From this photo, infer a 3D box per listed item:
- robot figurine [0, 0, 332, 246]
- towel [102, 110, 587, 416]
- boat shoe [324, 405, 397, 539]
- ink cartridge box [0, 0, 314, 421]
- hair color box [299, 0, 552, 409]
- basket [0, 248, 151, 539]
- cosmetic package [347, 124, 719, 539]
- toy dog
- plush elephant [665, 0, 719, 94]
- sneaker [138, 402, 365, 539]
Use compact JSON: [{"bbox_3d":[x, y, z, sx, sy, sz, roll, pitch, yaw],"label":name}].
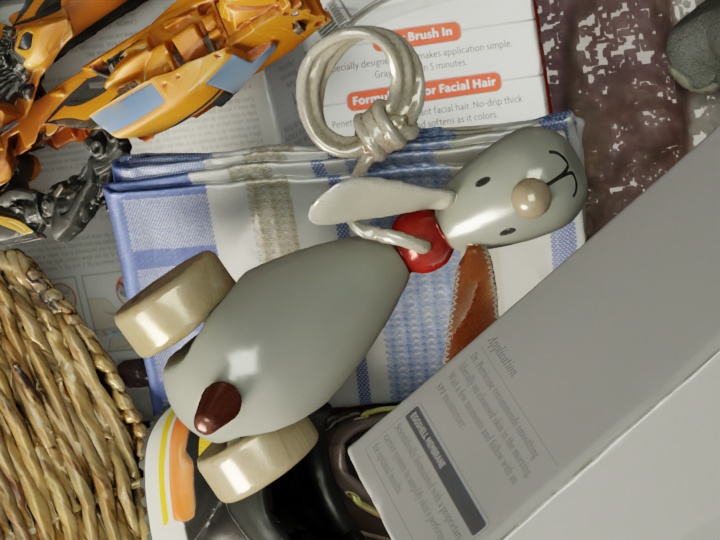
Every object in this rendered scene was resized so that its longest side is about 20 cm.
[{"bbox_3d":[-0.115,-0.100,1.238,0.200,0.058,0.145,-31,63,20],"label":"robot figurine"},{"bbox_3d":[0.000,0.000,1.236,0.200,0.024,0.147,-6,131,3],"label":"towel"},{"bbox_3d":[0.073,0.098,1.291,0.200,0.060,0.072,11,79,-11],"label":"boat shoe"},{"bbox_3d":[-0.091,-0.034,1.318,0.160,0.047,0.200,-6,104,27],"label":"ink cartridge box"},{"bbox_3d":[0.035,-0.044,1.319,0.111,0.064,0.200,-7,88,6],"label":"hair color box"},{"bbox_3d":[-0.168,0.099,1.308,0.143,0.149,0.200,-20,84,-15],"label":"basket"},{"bbox_3d":[0.141,0.089,1.109,0.200,0.123,0.199,-40,119,6],"label":"cosmetic package"},{"bbox_3d":[-0.007,0.012,1.144,0.132,0.096,0.200,36,101,-9],"label":"toy dog"},{"bbox_3d":[0.256,-0.091,1.259,0.165,0.200,0.155,-41,100,-6],"label":"plush elephant"},{"bbox_3d":[-0.031,0.148,1.230,0.090,0.070,0.200,-13,89,37],"label":"sneaker"}]
